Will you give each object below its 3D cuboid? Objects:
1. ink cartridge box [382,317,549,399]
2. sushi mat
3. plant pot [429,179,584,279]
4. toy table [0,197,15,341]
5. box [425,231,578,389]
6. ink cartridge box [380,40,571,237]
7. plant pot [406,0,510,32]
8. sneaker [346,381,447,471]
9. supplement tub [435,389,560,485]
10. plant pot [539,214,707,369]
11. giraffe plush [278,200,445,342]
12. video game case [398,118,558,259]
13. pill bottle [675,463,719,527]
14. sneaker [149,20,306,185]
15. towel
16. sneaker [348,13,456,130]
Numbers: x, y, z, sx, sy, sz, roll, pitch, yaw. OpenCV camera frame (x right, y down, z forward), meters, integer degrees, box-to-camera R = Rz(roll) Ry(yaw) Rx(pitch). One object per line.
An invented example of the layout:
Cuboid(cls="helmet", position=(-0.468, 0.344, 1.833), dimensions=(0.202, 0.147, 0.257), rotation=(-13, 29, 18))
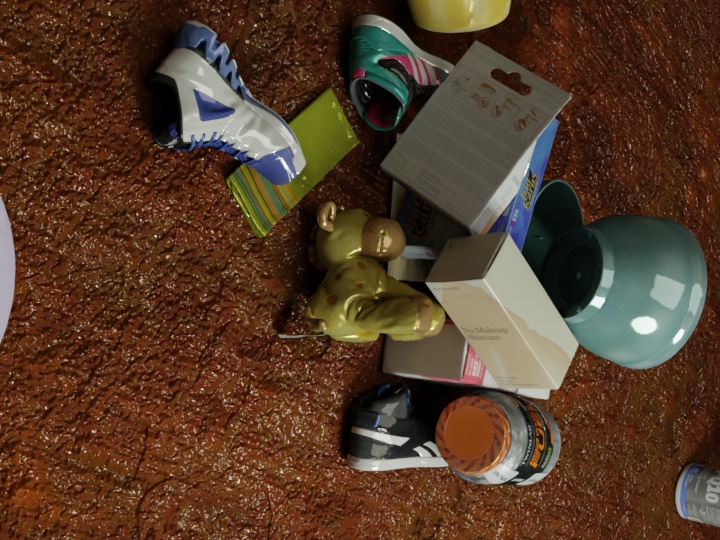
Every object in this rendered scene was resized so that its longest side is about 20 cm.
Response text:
Cuboid(cls="ink cartridge box", position=(0.149, 0.118, 1.324), dimensions=(0.200, 0.146, 0.085), rotation=(15, 80, -44))
Cuboid(cls="sushi mat", position=(0.074, -0.084, 1.327), dimensions=(0.096, 0.012, 0.200), rotation=(2, 92, -45))
Cuboid(cls="plant pot", position=(0.193, -0.028, 1.336), dimensions=(0.200, 0.161, 0.201), rotation=(-13, 107, -52))
Cuboid(cls="toy table", position=(-0.372, 0.000, 0.811), dimensions=(0.184, 0.117, 0.200), rotation=(15, 83, -45))
Cuboid(cls="box", position=(0.174, 0.052, 1.181), dimensions=(0.200, 0.095, 0.078), rotation=(52, 53, -29))
Cuboid(cls="ink cartridge box", position=(0.143, -0.162, 1.199), dimensions=(0.200, 0.162, 0.050), rotation=(-51, 149, 0))
Cuboid(cls="plant pot", position=(0.121, -0.414, 1.237), dimensions=(0.201, 0.201, 0.189), rotation=(-37, 134, -37))
Cuboid(cls="sneaker", position=(0.070, 0.204, 1.303), dimensions=(0.200, 0.073, 0.112), rotation=(3, 92, -44))
Cuboid(cls="supplement tub", position=(0.183, 0.225, 1.300), dimensions=(0.200, 0.122, 0.123), rotation=(21, 78, -59))
Cuboid(cls="plant pot", position=(0.315, 0.016, 1.236), dimensions=(0.134, 0.200, 0.201), rotation=(13, 84, -28))
Cuboid(cls="giraffe plush", position=(0.000, 0.000, 1.186), dimensions=(0.200, 0.173, 0.163), rotation=(1, 81, -11))
Cuboid(cls="video game case", position=(0.145, -0.110, 1.258), dimensions=(0.045, 0.181, 0.200), rotation=(32, 70, -41))
Cuboid(cls="pill bottle", position=(0.730, 0.449, 1.897), dimensions=(0.114, 0.200, 0.114), rotation=(-4, 96, -45))
Cuboid(cls="sneaker", position=(-0.161, -0.154, 1.048), dimensions=(0.199, 0.080, 0.115), rotation=(51, 62, -27))
Cuboid(cls="towel", position=(-0.077, -0.132, 1.168), dimensions=(0.200, 0.018, 0.086), rotation=(-47, 125, -32))
Cuboid(cls="sneaker", position=(0.058, -0.228, 1.247), dimensions=(0.200, 0.084, 0.121), rotation=(26, 69, -35))
